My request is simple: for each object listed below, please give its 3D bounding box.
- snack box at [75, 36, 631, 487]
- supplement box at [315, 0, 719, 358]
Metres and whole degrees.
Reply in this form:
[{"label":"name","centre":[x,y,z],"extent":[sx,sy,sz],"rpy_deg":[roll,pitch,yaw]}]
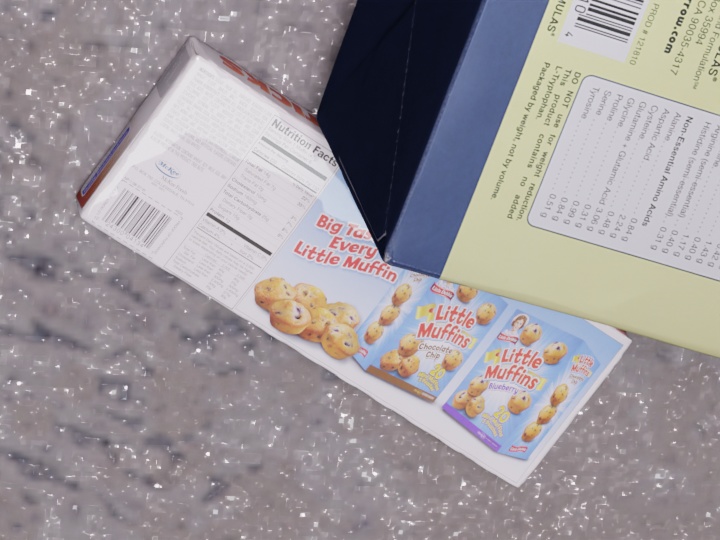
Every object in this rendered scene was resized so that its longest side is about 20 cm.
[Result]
[{"label":"snack box","centre":[0.000,0.000,1.028],"extent":[0.199,0.024,0.072],"rpy_deg":[33,102,-22]},{"label":"supplement box","centre":[0.119,-0.088,0.926],"extent":[0.199,0.134,0.201],"rpy_deg":[16,109,-17]}]
